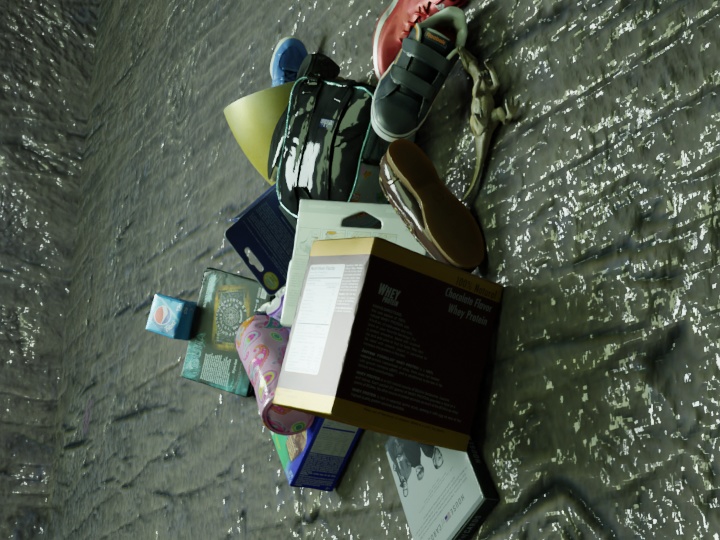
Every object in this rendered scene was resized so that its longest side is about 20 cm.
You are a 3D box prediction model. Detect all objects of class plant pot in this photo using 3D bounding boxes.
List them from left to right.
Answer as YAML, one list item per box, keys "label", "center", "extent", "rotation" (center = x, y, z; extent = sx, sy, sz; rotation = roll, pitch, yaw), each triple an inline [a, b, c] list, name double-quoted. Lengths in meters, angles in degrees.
- label: "plant pot"
  center: [-0.102, -0.209, 1.721]
  extent: [0.200, 0.199, 0.143]
  rotation: [-16, 90, 61]

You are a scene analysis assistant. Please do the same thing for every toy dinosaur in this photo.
- label: "toy dinosaur"
  center: [0.154, -0.185, 1.344]
  extent: [0.101, 0.058, 0.202]
  rotation: [155, 114, -78]

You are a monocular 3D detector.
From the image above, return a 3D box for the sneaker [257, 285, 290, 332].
- label: "sneaker"
  center: [-0.098, 0.070, 1.729]
  extent: [0.200, 0.080, 0.084]
  rotation: [-43, 60, 60]

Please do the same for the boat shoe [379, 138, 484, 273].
- label: "boat shoe"
  center: [0.087, -0.071, 1.367]
  extent: [0.201, 0.070, 0.070]
  rotation: [62, 149, 25]

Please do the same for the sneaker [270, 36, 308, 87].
- label: "sneaker"
  center: [-0.118, -0.297, 1.871]
  extent: [0.111, 0.076, 0.202]
  rotation: [-135, 55, -66]

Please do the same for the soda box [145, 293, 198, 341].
- label: "soda box"
  center: [-0.309, 0.092, 1.981]
  extent: [0.064, 0.200, 0.068]
  rotation: [15, 88, 21]

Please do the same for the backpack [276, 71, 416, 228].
- label: "backpack"
  center: [-0.024, -0.157, 1.527]
  extent: [0.175, 0.153, 0.202]
  rotation: [18, 92, 39]

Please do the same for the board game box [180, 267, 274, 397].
- label: "board game box"
  center: [-0.232, 0.107, 1.909]
  extent: [0.028, 0.134, 0.202]
  rotation: [-1, -74, -73]

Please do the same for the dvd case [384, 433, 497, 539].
- label: "dvd case"
  center: [0.092, 0.243, 1.320]
  extent: [0.151, 0.025, 0.201]
  rotation: [-60, 33, 33]

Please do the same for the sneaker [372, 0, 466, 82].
- label: "sneaker"
  center: [0.082, -0.345, 1.499]
  extent: [0.115, 0.078, 0.202]
  rotation: [30, 109, 63]

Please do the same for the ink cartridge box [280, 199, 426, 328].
- label: "ink cartridge box"
  center: [0.000, 0.000, 1.444]
  extent: [0.198, 0.044, 0.175]
  rotation: [5, 81, 23]

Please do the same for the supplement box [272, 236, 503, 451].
- label: "supplement box"
  center: [0.034, 0.085, 1.265]
  extent: [0.132, 0.196, 0.202]
  rotation: [-1, 73, 57]

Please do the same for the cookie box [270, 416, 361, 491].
- label: "cookie box"
  center: [-0.058, 0.186, 1.580]
  extent: [0.201, 0.075, 0.171]
  rotation: [-66, 29, 24]

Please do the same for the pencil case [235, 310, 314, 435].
- label: "pencil case"
  center: [-0.121, 0.144, 1.549]
  extent: [0.088, 0.087, 0.200]
  rotation: [-66, 28, 24]

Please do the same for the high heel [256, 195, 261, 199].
- label: "high heel"
  center: [-0.109, -0.098, 1.778]
  extent: [0.200, 0.071, 0.143]
  rotation: [53, 135, 35]

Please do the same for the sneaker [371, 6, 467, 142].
- label: "sneaker"
  center: [0.076, -0.260, 1.400]
  extent: [0.201, 0.078, 0.079]
  rotation: [-63, 1, -25]

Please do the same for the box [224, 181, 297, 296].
- label: "box"
  center: [-0.102, -0.068, 1.596]
  extent: [0.200, 0.122, 0.032]
  rotation: [-43, 17, -25]

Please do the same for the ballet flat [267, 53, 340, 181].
- label: "ballet flat"
  center: [-0.087, -0.221, 1.600]
  extent: [0.201, 0.056, 0.066]
  rotation: [-66, 24, 9]
